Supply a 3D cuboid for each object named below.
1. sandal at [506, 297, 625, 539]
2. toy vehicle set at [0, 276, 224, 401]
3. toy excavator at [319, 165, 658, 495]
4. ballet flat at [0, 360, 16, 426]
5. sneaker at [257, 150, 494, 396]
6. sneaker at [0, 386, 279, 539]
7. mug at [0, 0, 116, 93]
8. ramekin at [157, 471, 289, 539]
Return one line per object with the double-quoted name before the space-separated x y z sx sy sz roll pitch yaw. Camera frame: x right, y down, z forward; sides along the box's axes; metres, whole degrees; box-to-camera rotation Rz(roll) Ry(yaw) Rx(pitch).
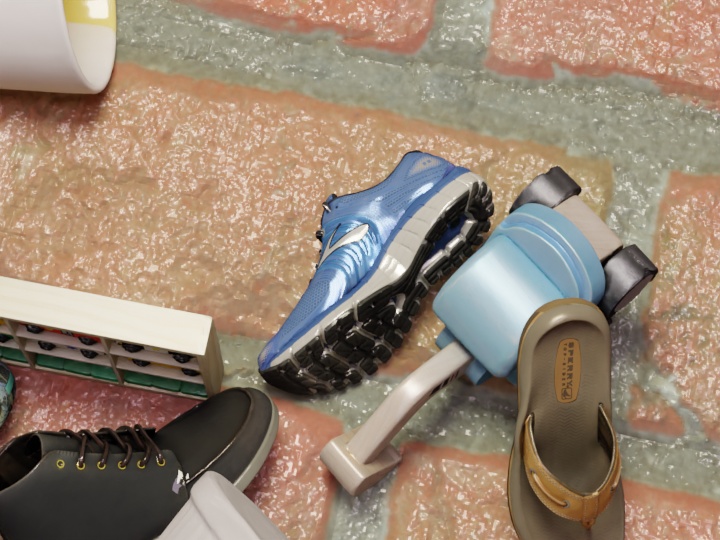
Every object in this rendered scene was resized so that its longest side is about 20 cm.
"sandal" 0.137 0.116 1.231 0.080 0.054 0.201 -9 114 -14
"toy vehicle set" -0.192 0.043 1.273 0.199 0.124 0.027 10 72 4
"toy excavator" 0.073 0.047 1.274 0.200 0.195 0.100 -30 72 -39
"ballet flat" -0.318 0.119 1.271 0.199 0.074 0.074 -33 75 -9
"sneaker" 0.000 0.000 1.321 0.200 0.079 0.089 -47 53 -6
"sneaker" -0.150 0.124 1.246 0.200 0.106 0.075 -39 33 -11
"mug" -0.261 -0.197 1.366 0.152 0.187 0.150 -5 104 8
"ramekin" -0.058 0.229 1.178 0.094 0.202 0.202 -42 76 -3
